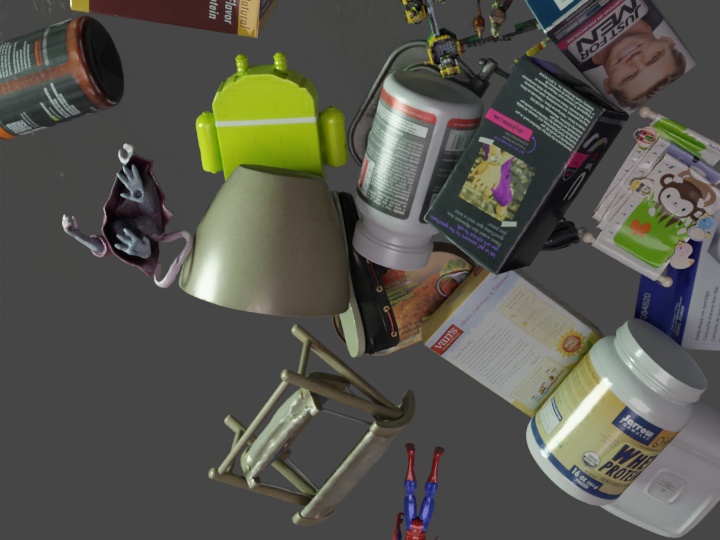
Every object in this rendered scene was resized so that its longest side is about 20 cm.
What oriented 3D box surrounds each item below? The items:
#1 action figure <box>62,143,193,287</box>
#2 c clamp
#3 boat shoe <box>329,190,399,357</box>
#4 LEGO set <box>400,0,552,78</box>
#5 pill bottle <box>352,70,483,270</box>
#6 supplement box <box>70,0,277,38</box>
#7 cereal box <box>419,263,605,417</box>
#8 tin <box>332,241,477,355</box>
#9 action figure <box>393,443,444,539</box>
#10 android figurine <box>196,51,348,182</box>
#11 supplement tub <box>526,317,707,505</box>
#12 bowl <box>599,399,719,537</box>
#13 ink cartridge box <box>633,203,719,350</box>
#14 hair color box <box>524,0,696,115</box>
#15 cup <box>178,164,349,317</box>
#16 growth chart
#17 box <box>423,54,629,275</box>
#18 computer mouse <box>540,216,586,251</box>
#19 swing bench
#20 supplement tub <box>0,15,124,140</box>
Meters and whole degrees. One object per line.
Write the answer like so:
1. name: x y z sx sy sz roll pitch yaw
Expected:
1. action figure: -0.257 -0.064 1.235 0.148 0.200 0.135 36 79 -8
2. c clamp: 0.085 -0.175 1.221 0.170 0.027 0.201 33 115 -12
3. boat shoe: -0.001 0.000 1.273 0.062 0.074 0.204 -11 83 -17
4. LEGO set: 0.141 -0.283 1.099 0.197 0.116 0.156 -8 114 3
5. pill bottle: 0.058 -0.110 1.179 0.114 0.116 0.202 15 115 -3
6. supplement box: -0.184 -0.368 1.084 0.197 0.133 0.200 8 118 1
7. cereal box: 0.191 0.082 1.313 0.199 0.040 0.144 35 109 -24
8. tin: 0.058 0.035 1.329 0.198 0.042 0.113 -23 118 16
9. action figure: 0.082 0.341 1.480 0.064 0.099 0.203 6 96 5
10. android figurine: -0.106 -0.159 1.238 0.179 0.041 0.202 -3 121 8
11. supplement tub: 0.314 0.173 1.289 0.143 0.145 0.201 30 114 -11
12. bowl: 0.404 0.266 1.400 0.198 0.075 0.201 26 118 -10
13. ink cartridge box: 0.445 0.006 1.276 0.197 0.041 0.202 3 118 4
14. hair color box: 0.264 -0.249 1.093 0.100 0.061 0.199 -37 143 21
15. cup: -0.100 -0.041 1.195 0.197 0.200 0.146 9 100 0
16. growth chart: 0.349 -0.080 1.216 0.143 0.018 0.202 21 124 1
17. box: 0.175 -0.109 1.103 0.106 0.122 0.201 38 111 19
18. computer mouse: 0.217 -0.105 1.207 0.137 0.053 0.203 -11 115 -29
19. swing bench: -0.060 0.217 1.383 0.199 0.130 0.200 32 116 -12
20. supplement tub: -0.379 -0.214 1.198 0.197 0.107 0.108 -14 116 12
